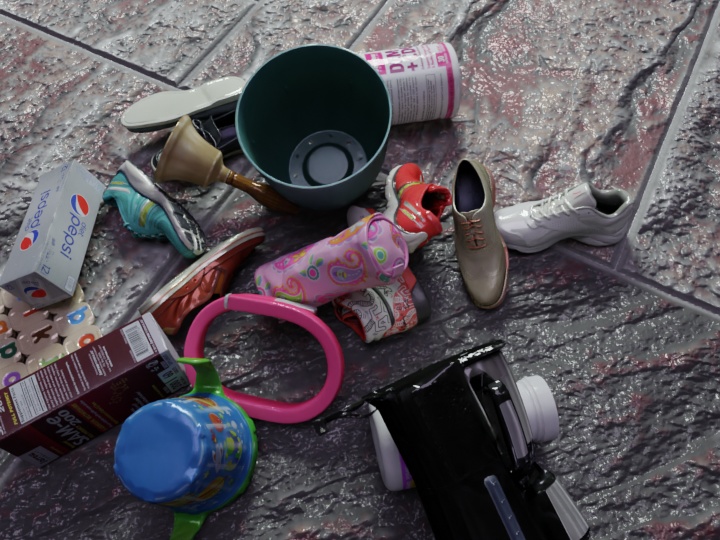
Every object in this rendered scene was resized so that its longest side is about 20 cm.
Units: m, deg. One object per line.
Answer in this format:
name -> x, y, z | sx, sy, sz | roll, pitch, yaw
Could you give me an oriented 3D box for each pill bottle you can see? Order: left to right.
pill bottle -> 0.047, -0.283, 0.972 | 0.198, 0.114, 0.114 | -9, 59, -4
pill bottle -> 0.114, 0.174, 0.704 | 0.198, 0.104, 0.105 | -11, 59, -5

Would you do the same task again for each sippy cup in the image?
sippy cup -> -0.191, 0.193, 0.668 | 0.139, 0.130, 0.178 | -31, 73, -3

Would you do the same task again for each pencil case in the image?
pencil case -> -0.039, 0.002, 0.765 | 0.199, 0.087, 0.088 | -23, 51, 34

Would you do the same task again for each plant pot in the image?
plant pot -> -0.054, -0.174, 0.860 | 0.199, 0.161, 0.202 | -1, 74, 4

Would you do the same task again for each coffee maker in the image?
coffee maker -> 0.089, 0.192, 0.593 | 0.191, 0.135, 0.201 | -25, 82, 11

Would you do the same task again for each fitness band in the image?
fitness band -> -0.116, 0.105, 0.748 | 0.198, 0.037, 0.145 | 10, 95, 10

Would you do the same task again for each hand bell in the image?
hand bell -> -0.179, -0.128, 0.898 | 0.199, 0.104, 0.105 | 26, 60, -12

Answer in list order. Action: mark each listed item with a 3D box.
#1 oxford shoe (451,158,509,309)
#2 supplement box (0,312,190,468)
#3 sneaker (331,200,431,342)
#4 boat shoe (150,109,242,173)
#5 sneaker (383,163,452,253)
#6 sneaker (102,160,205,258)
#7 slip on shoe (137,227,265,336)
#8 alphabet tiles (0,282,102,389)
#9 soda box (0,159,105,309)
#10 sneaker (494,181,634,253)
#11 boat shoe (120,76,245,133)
oxford shoe -> 0.149, -0.049, 0.827 | 0.070, 0.074, 0.202 | -13, 79, 24
supplement box -> -0.311, 0.141, 0.731 | 0.199, 0.109, 0.061 | -29, 63, -14
sneaker -> 0.000, 0.000, 0.832 | 0.107, 0.067, 0.202 | -23, 64, -15
boat shoe -> -0.228, -0.201, 0.961 | 0.199, 0.062, 0.075 | -23, 63, -11
sneaker -> 0.083, -0.091, 0.845 | 0.085, 0.077, 0.201 | -25, 30, 21
sneaker -> -0.293, -0.074, 0.893 | 0.200, 0.078, 0.080 | 39, 87, 27
slip on shoe -> -0.200, 0.011, 0.839 | 0.200, 0.074, 0.061 | -44, 102, -28
alphabet tiles -> -0.440, 0.101, 0.812 | 0.195, 0.015, 0.200 | -29, 63, -15
soda box -> -0.414, -0.052, 0.852 | 0.068, 0.063, 0.201 | -18, 51, 19
sneaker -> 0.275, -0.083, 0.856 | 0.198, 0.100, 0.078 | -7, 59, -3
boat shoe -> -0.270, -0.245, 0.986 | 0.199, 0.062, 0.073 | -21, 56, -12
